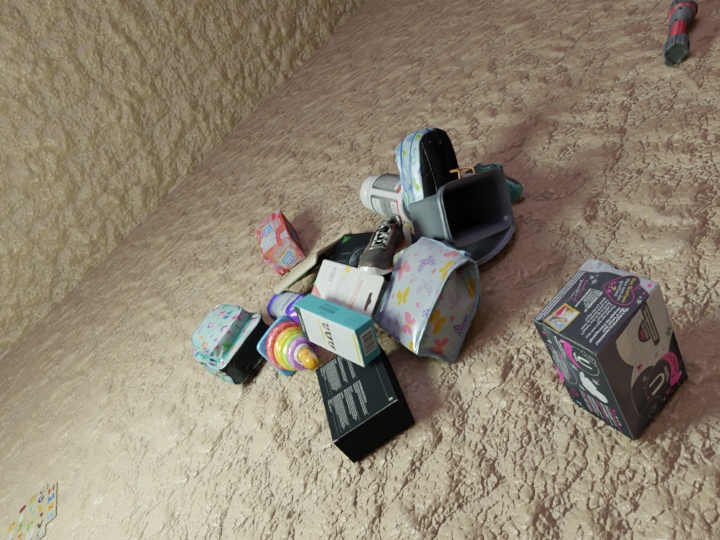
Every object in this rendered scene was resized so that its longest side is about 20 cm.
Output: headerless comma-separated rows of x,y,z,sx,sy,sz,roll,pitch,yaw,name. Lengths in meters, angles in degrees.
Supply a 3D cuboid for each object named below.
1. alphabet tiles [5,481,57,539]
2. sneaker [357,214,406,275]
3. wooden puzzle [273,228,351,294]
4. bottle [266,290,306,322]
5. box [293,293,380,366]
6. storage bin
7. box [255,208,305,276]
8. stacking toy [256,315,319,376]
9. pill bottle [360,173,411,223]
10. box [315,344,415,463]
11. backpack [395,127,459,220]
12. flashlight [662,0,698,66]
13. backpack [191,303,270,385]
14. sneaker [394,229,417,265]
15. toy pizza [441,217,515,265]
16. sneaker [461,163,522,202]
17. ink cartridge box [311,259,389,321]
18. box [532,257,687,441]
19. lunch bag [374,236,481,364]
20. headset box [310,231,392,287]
-0.857,0.652,1.481,0.166,0.006,0.199,-43,32,-7,alphabet tiles
0.042,-0.059,1.168,0.075,0.084,0.201,5,28,16,sneaker
-0.118,-0.020,1.477,0.184,0.038,0.200,-37,4,36,wooden puzzle
-0.153,0.100,1.415,0.197,0.066,0.084,9,53,50,bottle
-0.049,0.113,1.118,0.049,0.084,0.198,-32,31,-32,box
0.199,-0.134,1.191,0.197,0.150,0.133,-21,10,-36,storage bin
-0.243,-0.086,1.709,0.102,0.095,0.201,-35,32,3,box
-0.133,0.174,1.221,0.110,0.116,0.199,-49,21,-14,stacking toy
0.091,-0.194,1.494,0.114,0.115,0.198,-46,33,-14,pill bottle
0.004,0.235,1.079,0.140,0.079,0.201,-36,31,7,box
0.161,-0.231,1.342,0.160,0.205,0.153,-23,28,-29,backpack
0.758,-0.571,1.347,0.067,0.068,0.202,-4,44,37,flashlight
-0.333,0.177,1.432,0.198,0.151,0.179,1,49,51,backpack
0.115,0.011,1.263,0.074,0.083,0.206,-23,56,51,sneaker
0.249,-0.069,1.258,0.196,0.032,0.202,-26,33,18,toy pizza
0.314,-0.218,1.345,0.091,0.078,0.199,-42,33,-15,sneaker
-0.017,0.057,1.192,0.198,0.067,0.119,16,83,48,ink cartridge box
0.347,0.108,0.780,0.132,0.201,0.114,-42,34,-10,box
0.138,0.049,1.091,0.169,0.125,0.205,28,100,57,lunch bag
0.000,0.000,1.362,0.197,0.093,0.176,-1,47,45,headset box
